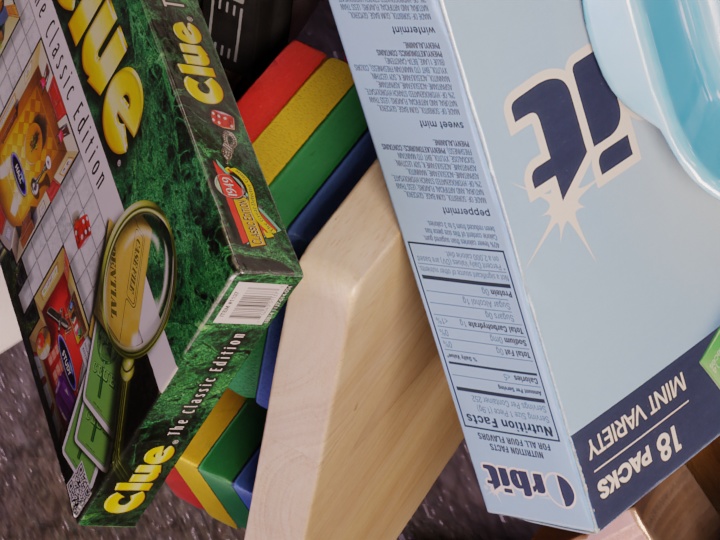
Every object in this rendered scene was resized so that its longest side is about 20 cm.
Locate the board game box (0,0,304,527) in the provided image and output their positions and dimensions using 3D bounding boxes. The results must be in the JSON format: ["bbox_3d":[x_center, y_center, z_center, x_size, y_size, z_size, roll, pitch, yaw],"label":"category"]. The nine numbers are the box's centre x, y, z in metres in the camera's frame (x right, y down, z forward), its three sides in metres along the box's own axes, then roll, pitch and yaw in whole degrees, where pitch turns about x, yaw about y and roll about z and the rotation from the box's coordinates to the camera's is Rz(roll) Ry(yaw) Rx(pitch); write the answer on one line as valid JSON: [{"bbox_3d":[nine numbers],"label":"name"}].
[{"bbox_3d":[-0.074,-0.042,0.751,0.105,0.023,0.201,-54,44,37],"label":"board game box"}]

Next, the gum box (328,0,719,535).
[{"bbox_3d":[0.076,-0.060,0.734,0.044,0.170,0.201,7,122,47],"label":"gum box"}]

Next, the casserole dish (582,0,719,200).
[{"bbox_3d":[0.153,-0.084,0.671,0.199,0.039,0.122,-11,111,17],"label":"casserole dish"}]

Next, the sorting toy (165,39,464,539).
[{"bbox_3d":[0.000,0.000,0.836,0.069,0.200,0.200,25,137,13],"label":"sorting toy"}]

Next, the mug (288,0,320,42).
[{"bbox_3d":[-0.061,-0.159,0.853,0.187,0.149,0.153,49,137,-1],"label":"mug"}]

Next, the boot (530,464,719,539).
[{"bbox_3d":[0.153,0.104,0.739,0.199,0.077,0.156,-31,97,33],"label":"boot"}]

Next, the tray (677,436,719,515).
[{"bbox_3d":[0.111,0.038,0.830,0.037,0.098,0.201,8,123,48],"label":"tray"}]

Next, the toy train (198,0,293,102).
[{"bbox_3d":[-0.042,-0.043,0.843,0.046,0.034,0.201,26,146,12],"label":"toy train"}]

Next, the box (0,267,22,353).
[{"bbox_3d":[-0.201,-0.049,0.925,0.200,0.106,0.153,33,152,57],"label":"box"}]
